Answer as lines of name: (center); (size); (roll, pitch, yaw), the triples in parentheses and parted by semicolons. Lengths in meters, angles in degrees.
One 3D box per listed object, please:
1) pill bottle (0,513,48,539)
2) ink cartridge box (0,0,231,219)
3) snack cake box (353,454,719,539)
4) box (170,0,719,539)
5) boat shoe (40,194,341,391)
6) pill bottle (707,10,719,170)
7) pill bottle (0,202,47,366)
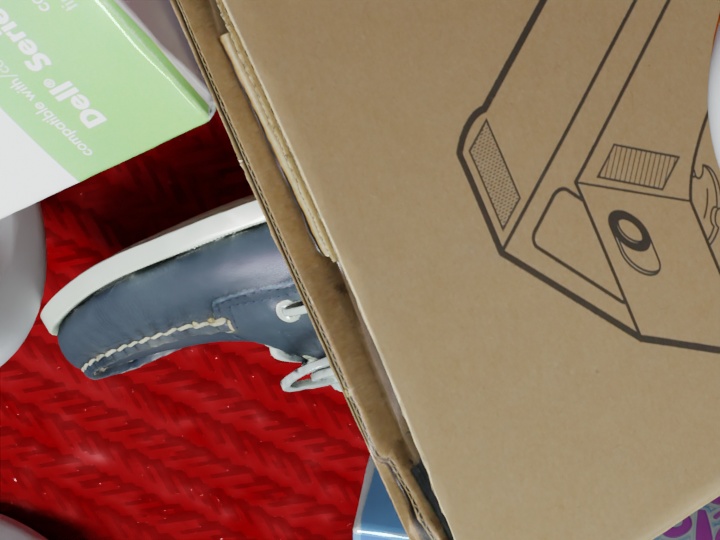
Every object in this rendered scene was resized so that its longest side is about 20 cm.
pill bottle: (-0.146, 0.183, 1.003); (0.112, 0.112, 0.200); (12, 132, 7)
ink cartridge box: (-0.116, -0.059, 0.687); (0.200, 0.117, 0.067); (-23, 125, 32)
snack cake box: (0.059, 0.120, 0.829); (0.115, 0.067, 0.200); (7, 134, 8)
box: (0.064, -0.034, 0.661); (0.021, 0.200, 0.164); (-19, 96, 54)
boat shoe: (0.000, 0.000, 0.823); (0.200, 0.075, 0.062); (-21, 91, 23)
pill bottle: (0.141, -0.085, 0.622); (0.113, 0.200, 0.113); (9, 131, 10)
pill bottle: (-0.197, 0.010, 0.871); (0.200, 0.111, 0.111); (-23, 120, 32)
